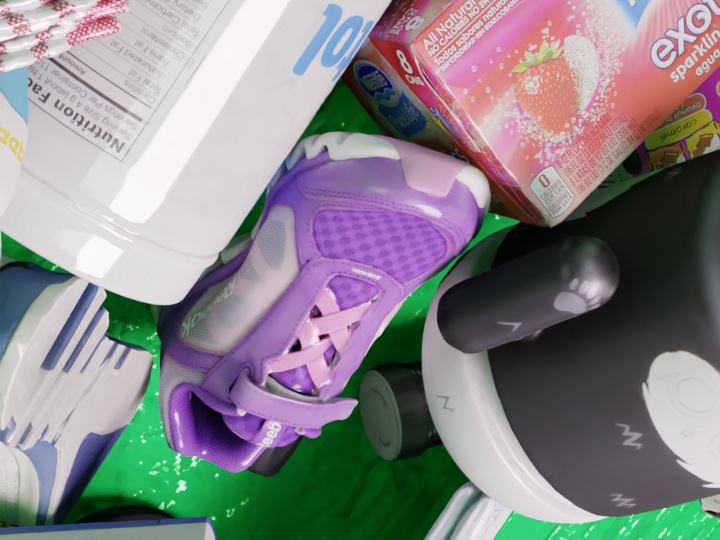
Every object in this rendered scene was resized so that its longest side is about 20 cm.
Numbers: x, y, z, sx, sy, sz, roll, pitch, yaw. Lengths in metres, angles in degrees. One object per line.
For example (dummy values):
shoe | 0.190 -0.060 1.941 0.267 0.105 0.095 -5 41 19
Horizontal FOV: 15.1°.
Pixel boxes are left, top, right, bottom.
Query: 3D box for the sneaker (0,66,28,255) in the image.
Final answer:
sneaker | -0.203 -0.049 0.899 0.077 0.200 0.081 65 35 -65

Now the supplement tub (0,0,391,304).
supplement tub | -0.061 -0.104 0.952 0.132 0.132 0.200 25 104 -39

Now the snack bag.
snack bag | 0.012 0.163 1.149 0.200 0.021 0.189 -57 173 8

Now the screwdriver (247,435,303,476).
screwdriver | 0.000 0.000 1.117 0.029 0.028 0.200 -9 131 -60

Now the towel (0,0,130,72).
towel | -0.187 -0.103 0.866 0.200 0.146 0.030 -19 139 -19

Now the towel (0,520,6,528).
towel | -0.193 0.093 1.072 0.086 0.018 0.200 -34 129 -15

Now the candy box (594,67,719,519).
candy box | 0.178 -0.010 1.143 0.136 0.061 0.200 -25 101 -18

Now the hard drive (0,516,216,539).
hard drive | -0.146 0.154 1.060 0.200 0.025 0.132 -4 130 9

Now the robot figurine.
robot figurine | 0.116 0.023 1.013 0.150 0.200 0.125 53 42 -20

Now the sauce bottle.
sauce bottle | 0.097 0.041 1.178 0.200 0.065 0.065 -12 124 -25

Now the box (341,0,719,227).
box | 0.091 -0.120 1.018 0.200 0.100 0.095 -44 114 -12

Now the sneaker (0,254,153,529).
sneaker | -0.149 0.025 1.010 0.081 0.115 0.199 -57 167 -17

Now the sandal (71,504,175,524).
sandal | -0.067 0.164 1.165 0.075 0.045 0.200 -51 132 -4

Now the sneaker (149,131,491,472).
sneaker | -0.020 0.018 1.013 0.080 0.088 0.200 22 148 -21
